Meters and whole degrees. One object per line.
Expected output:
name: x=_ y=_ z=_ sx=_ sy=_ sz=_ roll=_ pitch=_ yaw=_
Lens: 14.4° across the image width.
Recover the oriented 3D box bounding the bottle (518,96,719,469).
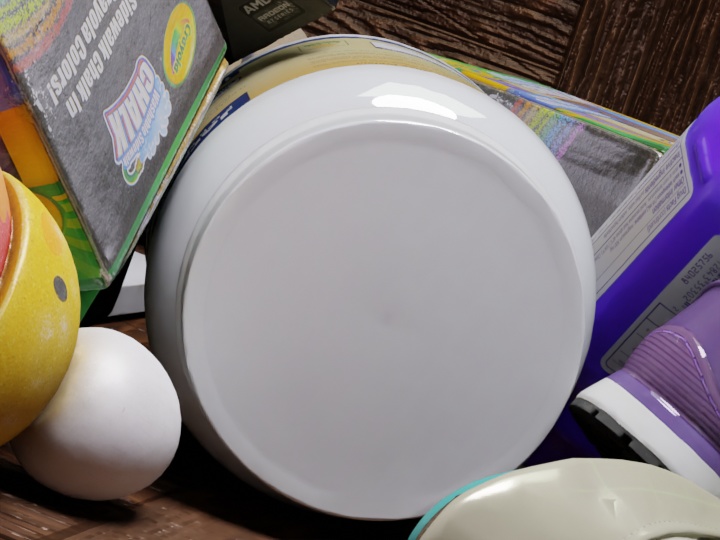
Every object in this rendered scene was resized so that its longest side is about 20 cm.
bottle: x=0.111 y=0.015 z=0.982 sx=0.083 sy=0.200 sz=0.065 roll=10 pitch=53 yaw=-23

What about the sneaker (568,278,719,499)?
sneaker: x=0.131 y=0.054 z=0.918 sx=0.076 sy=0.088 sz=0.200 roll=42 pitch=-5 yaw=18

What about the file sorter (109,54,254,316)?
file sorter: x=-0.160 y=-0.073 z=1.160 sx=0.199 sy=0.125 sz=0.139 roll=21 pitch=8 yaw=14

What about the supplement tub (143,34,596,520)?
supplement tub: x=0.000 y=0.000 z=0.938 sx=0.144 sy=0.145 sz=0.200 roll=18 pitch=7 yaw=-7

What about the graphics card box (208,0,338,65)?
graphics card box: x=-0.113 y=-0.136 z=0.940 sx=0.125 sy=0.051 sz=0.200 roll=-23 pitch=-47 yaw=39

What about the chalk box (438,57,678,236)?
chalk box: x=0.070 y=-0.024 z=1.326 sx=0.200 sy=0.125 sz=0.124 roll=25 pitch=10 yaw=35

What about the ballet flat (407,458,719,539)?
ballet flat: x=0.097 y=0.096 z=0.795 sx=0.200 sy=0.070 sz=0.069 roll=11 pitch=11 yaw=-45

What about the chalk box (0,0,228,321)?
chalk box: x=-0.127 y=-0.069 z=0.854 sx=0.123 sy=0.200 sz=0.125 roll=-4 pitch=36 yaw=23

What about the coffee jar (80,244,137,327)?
coffee jar: x=-0.176 y=-0.037 z=0.993 sx=0.199 sy=0.086 sz=0.104 roll=19 pitch=0 yaw=6

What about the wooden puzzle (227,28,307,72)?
wooden puzzle: x=-0.138 y=-0.087 z=1.399 sx=0.199 sy=0.046 sz=0.185 roll=14 pitch=31 yaw=5

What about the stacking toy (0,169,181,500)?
stacking toy: x=-0.126 y=0.004 z=0.772 sx=0.200 sy=0.146 sz=0.146 roll=34 pitch=-3 yaw=-36
